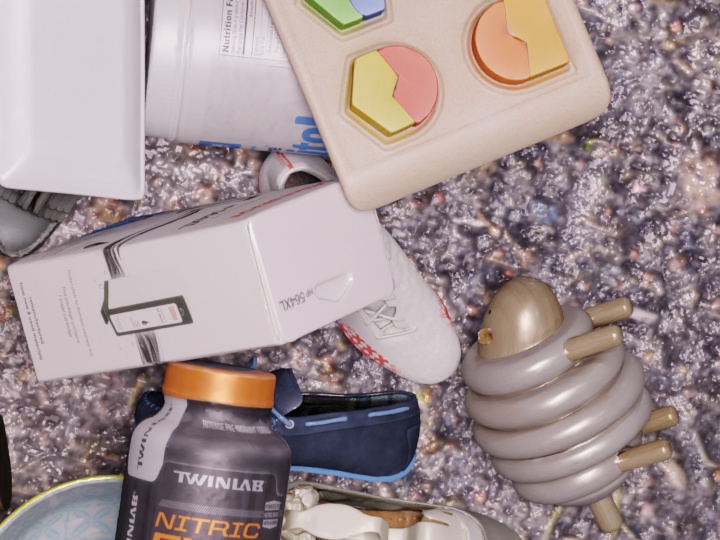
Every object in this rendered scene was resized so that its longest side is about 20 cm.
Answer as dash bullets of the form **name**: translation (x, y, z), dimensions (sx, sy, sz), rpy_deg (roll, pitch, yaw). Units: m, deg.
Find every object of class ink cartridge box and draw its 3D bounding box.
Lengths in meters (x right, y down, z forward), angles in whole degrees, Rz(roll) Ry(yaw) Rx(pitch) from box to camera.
- **ink cartridge box**: translation (-0.101, 0.004, 1.475), dimensions (0.200, 0.146, 0.084), rpy_deg (-10, 98, 33)

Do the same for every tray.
- **tray**: translation (-0.183, -0.149, 1.475), dimensions (0.107, 0.022, 0.200), rpy_deg (6, 104, 21)

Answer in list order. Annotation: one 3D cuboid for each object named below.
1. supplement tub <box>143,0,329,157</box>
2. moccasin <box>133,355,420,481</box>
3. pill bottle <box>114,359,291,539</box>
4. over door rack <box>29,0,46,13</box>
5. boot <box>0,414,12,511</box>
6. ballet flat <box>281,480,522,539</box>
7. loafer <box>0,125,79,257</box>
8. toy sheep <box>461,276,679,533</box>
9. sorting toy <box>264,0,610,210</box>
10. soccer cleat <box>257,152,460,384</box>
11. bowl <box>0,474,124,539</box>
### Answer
- **supplement tub**: translation (-0.041, -0.142, 1.517), dimensions (0.200, 0.132, 0.132), rpy_deg (4, 96, -7)
- **moccasin**: translation (-0.056, 0.095, 1.577), dimensions (0.200, 0.080, 0.068), rpy_deg (6, 111, -20)
- **pill bottle**: translation (-0.102, 0.158, 1.457), dimensions (0.106, 0.106, 0.200), rpy_deg (8, 91, -8)
- **over door rack**: translation (-0.262, -0.230, 1.512), dimensions (0.148, 0.067, 0.200), rpy_deg (25, 93, -10)
- **boot**: translation (-0.287, 0.069, 1.548), dimensions (0.075, 0.074, 0.200), rpy_deg (-4, 100, 4)
- **ballet flat**: translation (0.024, 0.188, 1.593), dimensions (0.200, 0.064, 0.068), rpy_deg (9, 71, -7)
- **loafer**: translation (-0.202, -0.099, 1.532), dimensions (0.072, 0.063, 0.200), rpy_deg (22, 93, -25)
- **toy sheep**: translation (0.140, 0.095, 1.570), dimensions (0.138, 0.138, 0.200), rpy_deg (-24, 104, -3)
- **sorting toy**: translation (0.043, -0.161, 1.445), dimensions (0.185, 0.036, 0.200), rpy_deg (-22, 91, -8)
- **soccer cleat**: translation (0.000, 0.000, 1.562), dimensions (0.069, 0.085, 0.200), rpy_deg (-36, 99, -2)
- **bowl**: translation (-0.173, 0.232, 1.555), dimensions (0.200, 0.108, 0.201), rpy_deg (-1, 93, -10)
